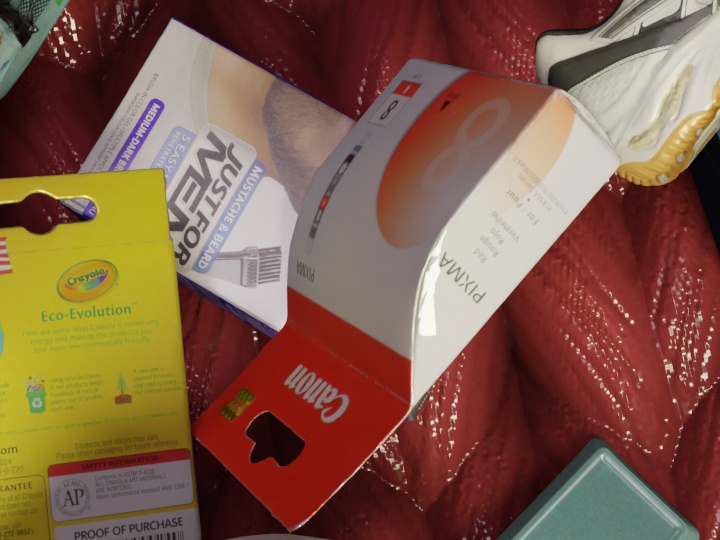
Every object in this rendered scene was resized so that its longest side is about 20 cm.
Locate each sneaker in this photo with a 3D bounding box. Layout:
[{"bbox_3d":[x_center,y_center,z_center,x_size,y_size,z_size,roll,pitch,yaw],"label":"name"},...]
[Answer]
[{"bbox_3d":[0.151,-0.135,0.763,0.088,0.076,0.200,40,87,13],"label":"sneaker"}]

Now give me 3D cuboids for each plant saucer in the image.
[{"bbox_3d":[0.070,0.167,0.858,0.070,0.019,0.200,43,73,12],"label":"plant saucer"}]

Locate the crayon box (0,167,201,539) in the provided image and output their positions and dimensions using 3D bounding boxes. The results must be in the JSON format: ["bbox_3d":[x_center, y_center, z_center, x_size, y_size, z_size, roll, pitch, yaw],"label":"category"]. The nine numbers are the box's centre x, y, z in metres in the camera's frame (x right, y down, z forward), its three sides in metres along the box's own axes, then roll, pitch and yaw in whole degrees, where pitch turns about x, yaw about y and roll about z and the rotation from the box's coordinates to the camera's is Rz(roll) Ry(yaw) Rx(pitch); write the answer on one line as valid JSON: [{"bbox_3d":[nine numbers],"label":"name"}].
[{"bbox_3d":[-0.142,0.059,0.835,0.126,0.051,0.203,-4,89,-24],"label":"crayon box"}]

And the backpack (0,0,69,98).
[{"bbox_3d":[-0.237,-0.151,0.914,0.176,0.151,0.201,26,75,14],"label":"backpack"}]

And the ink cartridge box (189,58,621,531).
[{"bbox_3d":[0.000,0.000,0.789,0.200,0.162,0.050,-46,112,-7],"label":"ink cartridge box"}]

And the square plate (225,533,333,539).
[{"bbox_3d":[-0.066,0.147,0.774,0.197,0.199,0.029,-21,69,24],"label":"square plate"}]

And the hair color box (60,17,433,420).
[{"bbox_3d":[-0.034,-0.025,0.909,0.199,0.065,0.110,29,83,10],"label":"hair color box"}]

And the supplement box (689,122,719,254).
[{"bbox_3d":[0.238,-0.126,0.857,0.198,0.134,0.202,-18,78,4],"label":"supplement box"}]
